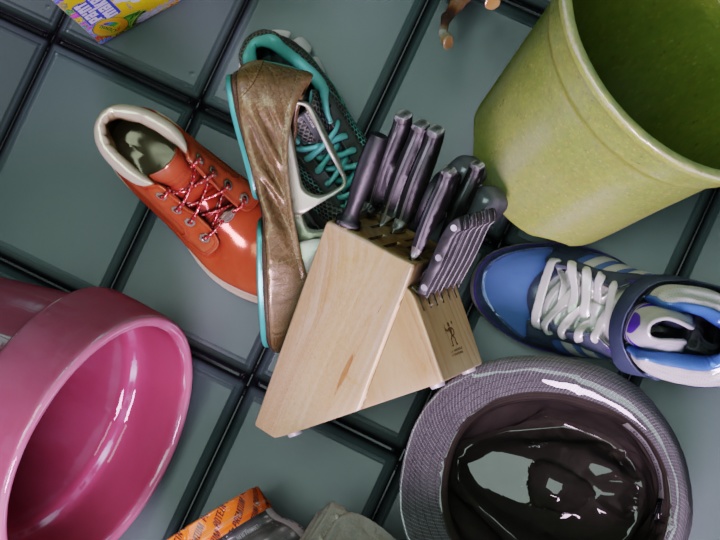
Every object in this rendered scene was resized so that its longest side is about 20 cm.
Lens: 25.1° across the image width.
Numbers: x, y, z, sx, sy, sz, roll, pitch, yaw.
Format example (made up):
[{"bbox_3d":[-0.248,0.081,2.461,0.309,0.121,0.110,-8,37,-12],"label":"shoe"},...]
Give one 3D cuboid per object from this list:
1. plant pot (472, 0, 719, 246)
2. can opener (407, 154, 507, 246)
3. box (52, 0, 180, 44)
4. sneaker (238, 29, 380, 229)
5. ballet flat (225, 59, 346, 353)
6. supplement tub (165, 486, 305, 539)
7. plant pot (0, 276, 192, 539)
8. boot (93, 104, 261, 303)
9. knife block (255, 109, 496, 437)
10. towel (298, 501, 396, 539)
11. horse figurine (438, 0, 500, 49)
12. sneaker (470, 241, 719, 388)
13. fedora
[{"bbox_3d":[0.171,-0.110,1.067,0.199,0.184,0.201,11,62,-22],"label":"plant pot"},{"bbox_3d":[0.024,-0.001,1.120,0.200,0.066,0.053,-46,69,28],"label":"can opener"},{"bbox_3d":[-0.150,-0.274,1.126,0.192,0.200,0.122,-28,82,2],"label":"box"},{"bbox_3d":[-0.030,-0.089,1.151,0.077,0.091,0.200,-37,82,3],"label":"sneaker"},{"bbox_3d":[-0.043,-0.044,1.097,0.072,0.068,0.201,-6,99,3],"label":"ballet flat"},{"bbox_3d":[-0.059,0.258,1.107,0.122,0.123,0.201,-32,82,3],"label":"supplement tub"},{"bbox_3d":[-0.245,0.088,1.119,0.178,0.200,0.201,24,88,23],"label":"plant pot"},{"bbox_3d":[-0.110,-0.045,1.149,0.200,0.107,0.075,38,87,6],"label":"boot"},{"bbox_3d":[0.000,0.000,1.063,0.199,0.064,0.176,-21,87,30],"label":"knife block"},{"bbox_3d":[0.021,0.257,1.056,0.200,0.034,0.133,41,55,-5],"label":"towel"},{"bbox_3d":[0.115,-0.223,1.149,0.199,0.133,0.050,-19,126,4],"label":"horse figurine"},{"bbox_3d":[0.169,0.025,1.091,0.199,0.146,0.081,18,87,7],"label":"sneaker"},{"bbox_3d":[0.125,0.148,1.113,0.199,0.090,0.178,6,87,0],"label":"fedora"}]
